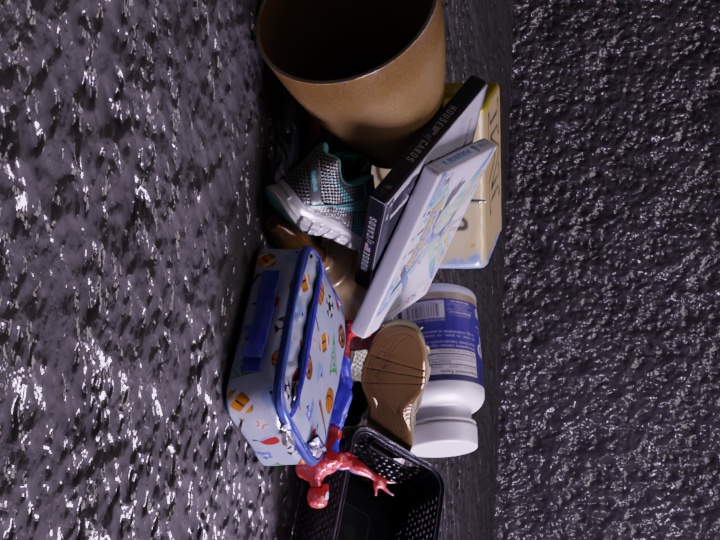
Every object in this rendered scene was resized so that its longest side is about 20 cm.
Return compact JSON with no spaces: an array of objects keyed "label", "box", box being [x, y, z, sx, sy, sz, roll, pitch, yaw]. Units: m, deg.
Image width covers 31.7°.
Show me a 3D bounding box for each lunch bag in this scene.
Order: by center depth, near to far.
[{"label":"lunch bag","box":[-0.070,0.085,1.234,0.161,0.074,0.202,70,23,-52]}]

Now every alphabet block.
[{"label":"alphabet block","box":[0.079,-0.126,1.625,0.197,0.192,0.203,-58,148,-70]}]

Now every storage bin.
[{"label":"storage bin","box":[0.005,0.293,1.388,0.134,0.094,0.202,32,45,-22]}]

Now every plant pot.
[{"label":"plant pot","box":[0.011,-0.200,1.285,0.201,0.184,0.188,63,30,-54]}]

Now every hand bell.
[{"label":"hand bell","box":[-0.049,-0.016,1.349,0.200,0.103,0.106,34,57,-60]}]

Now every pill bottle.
[{"label":"pill bottle","box":[0.098,0.130,1.617,0.120,0.118,0.203,58,27,-67]}]

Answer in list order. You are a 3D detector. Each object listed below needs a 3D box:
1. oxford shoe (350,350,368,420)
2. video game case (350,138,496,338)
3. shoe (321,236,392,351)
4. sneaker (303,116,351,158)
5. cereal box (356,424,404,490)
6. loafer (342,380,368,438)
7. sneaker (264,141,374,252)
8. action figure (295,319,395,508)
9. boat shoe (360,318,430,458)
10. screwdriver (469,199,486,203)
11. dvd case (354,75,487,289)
[{"label":"oxford shoe","box":[0.001,0.094,1.581,0.058,0.074,0.203,-138,-141,-57]},{"label":"video game case","box":[0.070,-0.037,1.357,0.182,0.022,0.202,-31,148,-62]},{"label":"shoe","box":[0.000,0.000,1.487,0.072,0.090,0.203,72,23,-68]},{"label":"sneaker","box":[-0.023,-0.151,1.430,0.087,0.073,0.203,-9,99,-78]},{"label":"cereal box","box":[0.011,0.267,1.588,0.200,0.039,0.146,35,76,-76]},{"label":"loafer","box":[-0.022,0.163,1.455,0.200,0.069,0.076,30,61,-75]},{"label":"sneaker","box":[-0.010,-0.077,1.313,0.091,0.078,0.199,-49,154,15]},{"label":"action figure","box":[-0.010,0.164,1.322,0.098,0.065,0.202,33,52,-26]},{"label":"boat shoe","box":[0.039,0.123,1.417,0.063,0.072,0.202,-69,170,-48]},{"label":"screwdriver","box":[0.046,-0.086,1.451,0.028,0.197,0.030,13,75,-77]},{"label":"dvd case","box":[0.063,-0.091,1.319,0.200,0.025,0.151,-51,164,-32]}]
